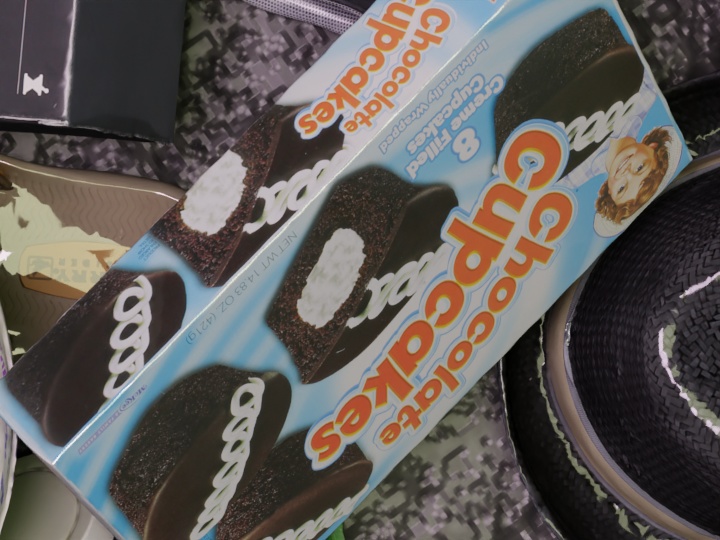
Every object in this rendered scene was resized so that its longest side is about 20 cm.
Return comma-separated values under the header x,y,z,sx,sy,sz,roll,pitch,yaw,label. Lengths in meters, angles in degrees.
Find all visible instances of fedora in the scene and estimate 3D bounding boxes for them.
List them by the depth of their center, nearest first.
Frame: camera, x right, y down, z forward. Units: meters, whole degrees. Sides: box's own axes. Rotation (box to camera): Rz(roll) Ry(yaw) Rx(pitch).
x,y,z,sx,sy,sz,roll,pitch,yaw,label
0.144,0.026,0.875,0.199,0.092,0.202,0,91,-8,fedora

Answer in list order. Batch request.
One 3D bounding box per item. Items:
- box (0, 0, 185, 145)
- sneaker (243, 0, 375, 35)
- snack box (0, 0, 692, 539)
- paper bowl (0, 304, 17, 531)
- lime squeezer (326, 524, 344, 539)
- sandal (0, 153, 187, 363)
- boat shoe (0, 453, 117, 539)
x,y,z,sx,sy,sz,roll,pitch,yaw,label
-0.119,-0.142,0.822,0.140,0.079,0.201,6,90,22,box
-0.012,-0.143,0.861,0.114,0.075,0.200,-41,98,-8,sneaker
0.000,0.000,0.812,0.200,0.116,0.037,-46,53,-8,snack box
-0.201,0.038,0.780,0.199,0.104,0.202,8,110,22,paper bowl
0.005,0.108,0.886,0.070,0.038,0.201,-15,92,-8,lime squeezer
-0.131,0.000,0.858,0.199,0.054,0.081,1,90,-8,sandal
-0.135,0.145,0.851,0.201,0.072,0.061,-45,134,-4,boat shoe
